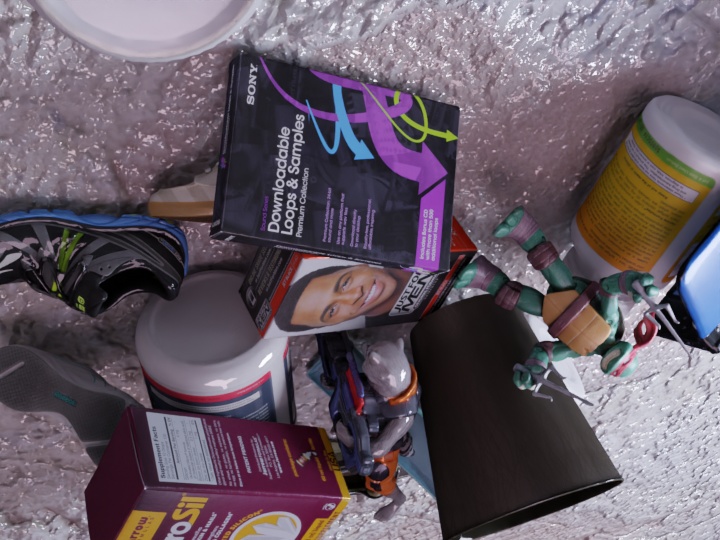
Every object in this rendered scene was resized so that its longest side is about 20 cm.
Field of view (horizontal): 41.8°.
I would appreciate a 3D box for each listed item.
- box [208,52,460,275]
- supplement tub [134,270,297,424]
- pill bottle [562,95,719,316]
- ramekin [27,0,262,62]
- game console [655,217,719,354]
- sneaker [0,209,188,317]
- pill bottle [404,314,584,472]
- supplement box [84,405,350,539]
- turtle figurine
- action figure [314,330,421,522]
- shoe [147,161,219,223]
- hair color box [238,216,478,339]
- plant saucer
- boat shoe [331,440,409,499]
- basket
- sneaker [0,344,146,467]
[{"bbox_3d":[-0.016,-0.082,0.758,0.198,0.145,0.036,8,170,-22],"label":"box"},{"bbox_3d":[-0.133,0.113,0.907,0.139,0.141,0.201,-8,135,-8],"label":"supplement tub"},{"bbox_3d":[0.266,-0.051,0.881,0.110,0.112,0.201,8,131,-23],"label":"pill bottle"},{"bbox_3d":[-0.139,-0.228,0.605,0.200,0.095,0.204,-8,136,-8],"label":"ramekin"},{"bbox_3d":[0.338,-0.038,0.869,0.118,0.171,0.200,44,84,-14],"label":"game console"},{"bbox_3d":[-0.245,-0.002,0.799,0.197,0.084,0.071,-1,153,-14],"label":"sneaker"},{"bbox_3d":[0.135,0.146,1.036,0.199,0.113,0.112,-36,132,20],"label":"pill bottle"},{"bbox_3d":[-0.124,0.195,0.821,0.198,0.086,0.111,12,124,-34],"label":"supplement box"},{"bbox_3d":[0.187,0.043,0.844,0.150,0.200,0.101,-50,168,10],"label":"turtle figurine"},{"bbox_3d":[0.013,0.124,0.923,0.103,0.201,0.194,-6,142,-12],"label":"action figure"},{"bbox_3d":[-0.083,-0.074,0.808,0.197,0.054,0.070,-6,177,-6],"label":"shoe"},{"bbox_3d":[0.000,0.000,0.853,0.198,0.061,0.102,-4,137,-36],"label":"hair color box"},{"bbox_3d":[0.034,0.156,1.002,0.200,0.019,0.070,44,125,2],"label":"plant saucer"},{"bbox_3d":[0.016,0.241,1.128,0.198,0.065,0.074,-6,133,-12],"label":"boat shoe"},{"bbox_3d":[0.131,0.135,0.904,0.179,0.202,0.136,-24,158,15],"label":"basket"},{"bbox_3d":[-0.248,0.127,0.885,0.199,0.080,0.071,32,96,7],"label":"sneaker"}]
